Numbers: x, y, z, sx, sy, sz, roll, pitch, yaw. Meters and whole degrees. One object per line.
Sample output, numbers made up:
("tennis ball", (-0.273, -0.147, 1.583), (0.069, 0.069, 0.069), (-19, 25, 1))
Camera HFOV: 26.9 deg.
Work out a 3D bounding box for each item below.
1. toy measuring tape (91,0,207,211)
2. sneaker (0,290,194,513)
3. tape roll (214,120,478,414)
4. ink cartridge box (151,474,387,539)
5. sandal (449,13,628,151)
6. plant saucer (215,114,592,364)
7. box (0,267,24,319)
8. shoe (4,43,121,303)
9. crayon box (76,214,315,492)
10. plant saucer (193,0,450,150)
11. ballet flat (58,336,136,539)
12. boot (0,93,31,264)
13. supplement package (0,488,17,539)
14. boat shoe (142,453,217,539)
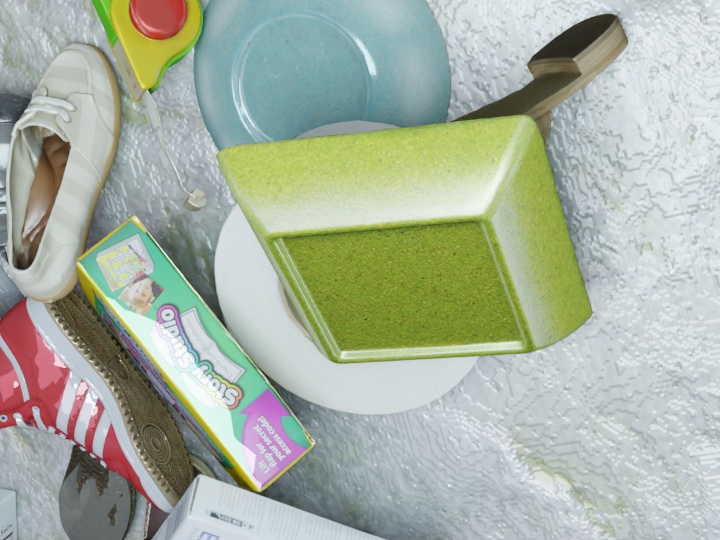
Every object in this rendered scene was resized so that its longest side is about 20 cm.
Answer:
("toy measuring tape", (-0.134, -0.146, 1.085), (0.073, 0.074, 0.201), (-23, 92, 25))
("sneaker", (-0.218, 0.117, 1.149), (0.112, 0.071, 0.201), (-33, 92, 18))
("tape roll", (0.000, 0.000, 1.060), (0.201, 0.071, 0.203), (7, 121, 12))
("ink cartridge box", (-0.061, 0.236, 1.109), (0.199, 0.041, 0.200), (20, 142, -13))
("sandal", (0.103, -0.080, 0.973), (0.211, 0.078, 0.070), (-39, 112, -17))
("plant saucer", (0.029, -0.003, 0.935), (0.199, 0.048, 0.200), (-4, 142, 18))
("box", (-0.383, 0.042, 1.251), (0.200, 0.048, 0.159), (-37, 90, 26))
("shoe", (-0.222, -0.079, 1.105), (0.070, 0.053, 0.201), (0, 73, 21))
("crayon box", (-0.122, 0.065, 1.094), (0.058, 0.173, 0.200), (-39, 90, -12))
("plant saucer", (-0.036, -0.133, 1.073), (0.200, 0.039, 0.202), (6, 108, 19))
("ballet flat", (-0.209, 0.142, 1.224), (0.067, 0.046, 0.201), (8, 114, 9))
("boot", (-0.338, -0.062, 1.151), (0.199, 0.070, 0.133), (-4, 80, 11))
("supplement package", (-0.390, 0.294, 1.273), (0.151, 0.151, 0.201), (7, 108, 19))
("boat shoe", (-0.146, 0.247, 1.211), (0.072, 0.072, 0.201), (7, 108, 18))
